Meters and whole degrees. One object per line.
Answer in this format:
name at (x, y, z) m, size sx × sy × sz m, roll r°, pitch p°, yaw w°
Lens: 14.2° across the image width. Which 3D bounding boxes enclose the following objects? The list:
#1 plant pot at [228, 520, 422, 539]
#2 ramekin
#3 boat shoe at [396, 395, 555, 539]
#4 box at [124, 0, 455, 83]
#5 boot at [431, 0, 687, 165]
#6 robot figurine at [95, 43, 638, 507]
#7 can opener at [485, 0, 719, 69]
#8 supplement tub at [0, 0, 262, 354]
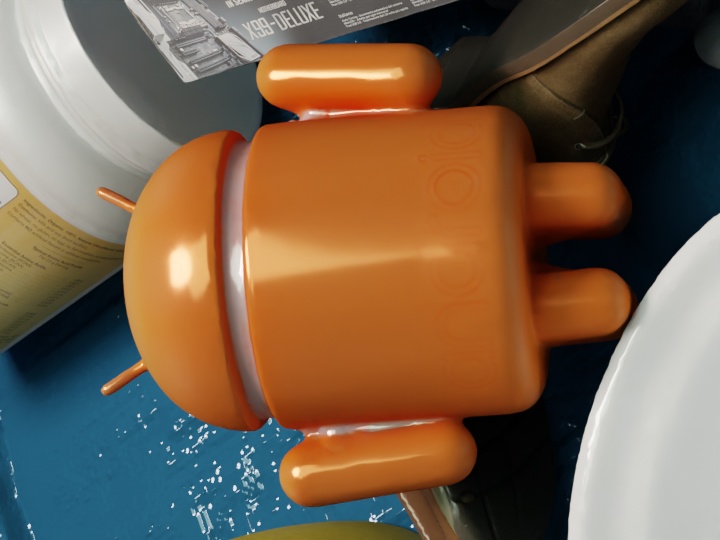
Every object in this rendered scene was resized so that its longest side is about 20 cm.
plant pot at (-0.051, 0.191, 1.131) m, size 0.200 × 0.142 × 0.200 m, roll -10°, pitch 74°, yaw 39°
ramekin at (0.165, 0.077, 0.969) m, size 0.200 × 0.098 × 0.201 m, roll -41°, pitch 41°, yaw 48°
boat shoe at (0.015, 0.038, 1.163) m, size 0.074 × 0.076 × 0.200 m, roll -45°, pitch 52°, yaw 36°
box at (0.019, -0.161, 1.159) m, size 0.200 × 0.050 × 0.158 m, roll -13°, pitch 35°, yaw 38°
boot at (0.081, -0.071, 1.100) m, size 0.200 × 0.075 × 0.074 m, roll -38°, pitch 14°, yaw 52°
robot figurine at (0.000, -0.002, 1.064) m, size 0.200 × 0.144 × 0.117 m, roll -5°, pitch 33°, yaw 9°
can opener at (0.114, -0.112, 1.104) m, size 0.200 × 0.067 × 0.053 m, roll 10°, pitch 121°, yaw 41°
supplement tub at (-0.155, -0.053, 1.272) m, size 0.200 × 0.145 × 0.145 m, roll -34°, pitch 60°, yaw 29°
